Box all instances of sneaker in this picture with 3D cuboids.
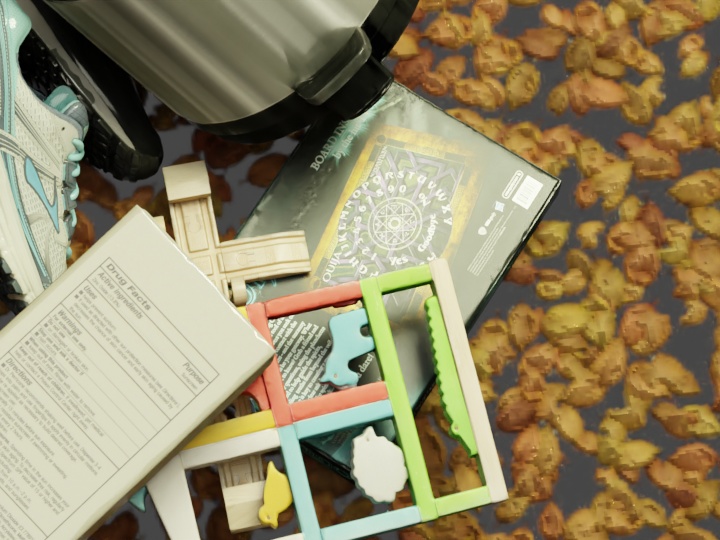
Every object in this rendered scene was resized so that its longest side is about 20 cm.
[{"bbox_3d":[-0.171,-0.049,1.415,0.086,0.078,0.200,-30,118,-16],"label":"sneaker"},{"bbox_3d":[-0.153,-0.144,1.490,0.087,0.076,0.200,-33,77,-18],"label":"sneaker"}]

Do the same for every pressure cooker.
[{"bbox_3d":[-0.064,-0.166,1.429,0.200,0.178,0.176,41,53,-35],"label":"pressure cooker"}]

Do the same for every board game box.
[{"bbox_3d":[0.000,0.000,1.471,0.135,0.028,0.200,32,75,8],"label":"board game box"}]

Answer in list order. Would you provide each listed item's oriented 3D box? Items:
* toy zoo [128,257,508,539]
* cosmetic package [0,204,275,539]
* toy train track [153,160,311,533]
[{"bbox_3d":[-0.036,0.080,1.397,0.200,0.020,0.132,-13,82,-6],"label":"toy zoo"},{"bbox_3d":[-0.147,0.074,1.342,0.200,0.071,0.105,-42,87,-9],"label":"cosmetic package"},{"bbox_3d":[-0.075,0.036,1.426,0.114,0.033,0.200,-10,75,-5],"label":"toy train track"}]
